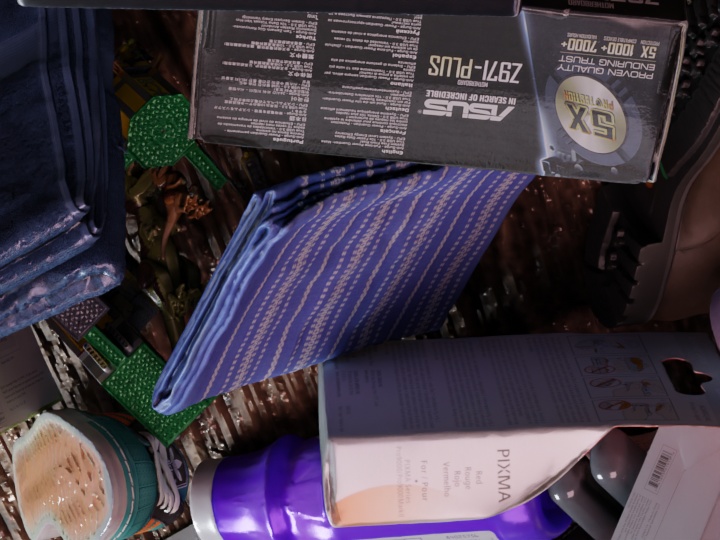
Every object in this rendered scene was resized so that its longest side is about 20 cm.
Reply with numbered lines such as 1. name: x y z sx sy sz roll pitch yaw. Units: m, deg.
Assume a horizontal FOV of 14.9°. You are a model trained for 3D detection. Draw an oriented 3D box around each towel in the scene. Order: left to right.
1. towel: -0.159 -0.065 1.201 0.111 0.201 0.049 -26 139 20
2. towel: 0.000 0.000 1.290 0.199 0.024 0.145 -15 146 -44

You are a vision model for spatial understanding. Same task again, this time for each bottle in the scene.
1. bottle: 0.009 0.114 1.421 0.199 0.083 0.066 -6 88 24

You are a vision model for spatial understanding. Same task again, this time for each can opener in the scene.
1. can opener: 0.167 0.161 1.391 0.053 0.067 0.200 -26 129 28

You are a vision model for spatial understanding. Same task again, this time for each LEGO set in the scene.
1. LEGO set: -0.115 -0.022 1.318 0.154 0.116 0.200 -51 132 2

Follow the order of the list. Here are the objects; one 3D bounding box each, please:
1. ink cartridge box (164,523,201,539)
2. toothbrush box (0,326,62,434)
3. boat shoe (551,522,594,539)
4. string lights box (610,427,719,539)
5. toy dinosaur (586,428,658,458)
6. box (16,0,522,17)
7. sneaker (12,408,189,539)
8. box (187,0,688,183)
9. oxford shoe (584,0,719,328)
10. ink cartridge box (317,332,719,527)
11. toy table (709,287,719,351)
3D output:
1. ink cartridge box: -0.120 0.230 1.535 0.199 0.068 0.116 -31 123 25
2. toothbrush box: -0.269 0.077 1.346 0.199 0.146 0.087 -25 92 20
3. boat shoe: 0.099 0.170 1.409 0.071 0.201 0.066 2 123 41
4. string lights box: 0.216 0.147 1.362 0.199 0.059 0.103 23 90 -37
5. toy dinosaur: 0.207 0.096 1.414 0.199 0.077 0.102 -21 140 23
6. box: -0.034 -0.205 1.083 0.198 0.197 0.125 1 132 -1
7. sneaker: -0.121 0.099 1.376 0.079 0.200 0.072 -11 89 -18
8. box: 0.031 -0.127 1.170 0.198 0.164 0.087 5 130 -4
9. oxford shoe: 0.171 -0.059 1.297 0.084 0.073 0.201 -1 135 -19
10. ink cartridge box: 0.079 0.073 1.321 0.198 0.162 0.051 0 105 -2
11. toy table: 0.273 0.047 1.299 0.117 0.185 0.199 -34 137 28
